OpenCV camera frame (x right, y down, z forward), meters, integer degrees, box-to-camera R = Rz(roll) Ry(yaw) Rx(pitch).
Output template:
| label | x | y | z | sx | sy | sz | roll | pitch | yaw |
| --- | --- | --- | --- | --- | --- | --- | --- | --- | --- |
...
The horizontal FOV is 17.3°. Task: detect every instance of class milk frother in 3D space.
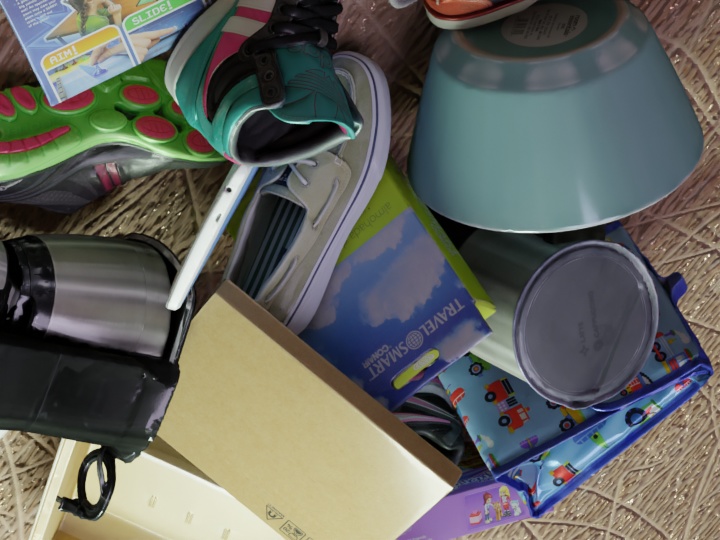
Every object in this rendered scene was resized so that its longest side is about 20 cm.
| label | x | y | z | sx | sy | sz | roll | pitch | yaw |
| --- | --- | --- | --- | --- | --- | --- | --- | --- | --- |
| milk frother | 0.071 | 0.000 | 1.646 | 0.199 | 0.188 | 0.181 | -19 | 110 | -22 |

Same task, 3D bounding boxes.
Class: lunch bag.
| label | x | y | z | sx | sy | sz | roll | pitch | yaw |
| --- | --- | --- | --- | --- | --- | --- | --- | --- | --- |
| lunch bag | 0.170 | 0.067 | 1.826 | 0.200 | 0.151 | 0.094 | -34 | 144 | 7 |

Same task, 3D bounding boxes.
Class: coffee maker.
| label | x | y | z | sx | sy | sz | roll | pitch | yaw |
| --- | --- | --- | --- | --- | --- | --- | --- | --- | --- |
| coffee maker | -0.225 | 0.058 | 1.497 | 0.200 | 0.193 | 0.135 | 9 | 173 | -38 |

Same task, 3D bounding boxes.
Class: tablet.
| label | x | y | z | sx | sy | sz | roll | pitch | yaw |
| --- | --- | --- | --- | --- | --- | --- | --- | --- | --- |
| tablet | -0.069 | -0.071 | 1.497 | 0.014 | 0.200 | 0.130 | 28 | 126 | -3 |

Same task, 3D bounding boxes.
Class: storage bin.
| label | x | y | z | sx | sy | sz | roll | pitch | yaw |
| --- | --- | --- | --- | --- | --- | --- | --- | --- | --- |
| storage bin | -0.130 | 0.186 | 1.731 | 0.200 | 0.094 | 0.199 | 24 | 130 | 0 |

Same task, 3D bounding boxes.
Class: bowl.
| label | x | y | z | sx | sy | sz | roll | pitch | yaw |
| --- | --- | --- | --- | --- | --- | --- | --- | --- | --- |
| bowl | 0.122 | -0.121 | 1.562 | 0.200 | 0.201 | 0.105 | -19 | 124 | -13 |

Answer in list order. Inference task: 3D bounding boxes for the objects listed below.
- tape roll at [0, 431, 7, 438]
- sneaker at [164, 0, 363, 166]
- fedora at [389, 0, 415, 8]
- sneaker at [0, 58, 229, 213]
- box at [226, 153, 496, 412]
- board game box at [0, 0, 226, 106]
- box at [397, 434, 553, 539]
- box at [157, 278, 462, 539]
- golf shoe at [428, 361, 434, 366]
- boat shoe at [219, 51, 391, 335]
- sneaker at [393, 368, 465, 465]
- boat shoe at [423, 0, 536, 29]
| label | x | y | z | sx | sy | sz | roll | pitch | yaw |
| --- | --- | --- | --- | --- | --- | --- | --- | --- | --- |
| tape roll | -0.321 | 0.080 | 1.611 | 0.202 | 0.037 | 0.203 | -19 | 142 | -15 |
| sneaker | -0.031 | -0.134 | 1.336 | 0.083 | 0.121 | 0.200 | 8 | 130 | -41 |
| fedora | 0.093 | -0.235 | 1.382 | 0.177 | 0.090 | 0.200 | 84 | 28 | -65 |
| sneaker | -0.170 | -0.083 | 1.502 | 0.199 | 0.077 | 0.084 | -5 | 156 | -25 |
| box | 0.000 | 0.000 | 1.588 | 0.122 | 0.200 | 0.048 | -40 | 158 | 15 |
| board game box | -0.113 | -0.188 | 1.348 | 0.200 | 0.035 | 0.136 | -26 | 144 | -5 |
| box | 0.036 | 0.184 | 1.895 | 0.199 | 0.137 | 0.039 | -12 | 103 | -21 |
| box | -0.048 | 0.110 | 1.563 | 0.164 | 0.200 | 0.021 | -47 | -176 | 48 |
| golf shoe | -0.006 | 0.047 | 1.770 | 0.199 | 0.077 | 0.088 | -4 | 162 | -32 |
| boat shoe | -0.035 | -0.050 | 1.553 | 0.062 | 0.072 | 0.201 | 19 | 88 | -63 |
| sneaker | -0.009 | 0.142 | 1.847 | 0.199 | 0.086 | 0.080 | -21 | 136 | -12 |
| boat shoe | 0.128 | -0.220 | 1.528 | 0.199 | 0.071 | 0.063 | -22 | 141 | -3 |
